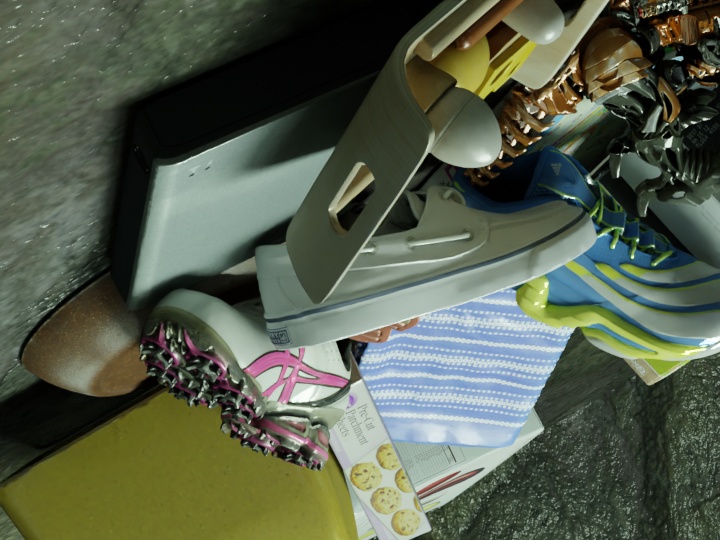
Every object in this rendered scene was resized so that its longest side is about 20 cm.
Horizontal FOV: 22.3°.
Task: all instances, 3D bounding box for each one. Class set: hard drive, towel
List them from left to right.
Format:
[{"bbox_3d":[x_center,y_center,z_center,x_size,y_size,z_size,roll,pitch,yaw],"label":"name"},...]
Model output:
[{"bbox_3d":[-0.052,-0.051,0.898,0.139,0.033,0.200,-26,168,-18],"label":"hard drive"},{"bbox_3d":[0.066,0.058,1.232,0.144,0.024,0.201,5,139,-14],"label":"towel"}]

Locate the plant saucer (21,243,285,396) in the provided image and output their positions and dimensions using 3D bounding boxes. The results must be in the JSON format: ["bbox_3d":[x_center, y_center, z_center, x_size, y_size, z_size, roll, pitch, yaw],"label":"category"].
[{"bbox_3d":[-0.102,0.023,1.077,0.200,0.037,0.200,-29,167,-7],"label":"plant saucer"}]

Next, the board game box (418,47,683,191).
[{"bbox_3d":[0.127,-0.092,1.145,0.134,0.034,0.200,-21,165,-34],"label":"board game box"}]

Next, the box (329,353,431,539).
[{"bbox_3d":[0.003,0.123,1.248,0.041,0.039,0.200,-24,140,-1],"label":"box"}]

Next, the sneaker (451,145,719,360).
[{"bbox_3d":[0.135,-0.012,1.075,0.105,0.199,0.076,85,23,-53],"label":"sneaker"}]

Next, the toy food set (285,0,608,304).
[{"bbox_3d":[0.056,-0.080,0.839,0.200,0.060,0.144,-43,172,-36],"label":"toy food set"}]

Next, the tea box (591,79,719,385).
[{"bbox_3d":[0.244,-0.059,1.197,0.200,0.134,0.197,-42,178,-27],"label":"tea box"}]

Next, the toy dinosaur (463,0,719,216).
[{"bbox_3d":[0.148,-0.110,0.988,0.199,0.136,0.103,-20,-142,26],"label":"toy dinosaur"}]

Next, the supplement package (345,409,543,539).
[{"bbox_3d":[0.001,0.135,1.497,0.199,0.148,0.191,-20,165,-34],"label":"supplement package"}]

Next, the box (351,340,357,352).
[{"bbox_3d":[0.074,0.025,1.338,0.199,0.078,0.095,-24,148,-24],"label":"box"}]

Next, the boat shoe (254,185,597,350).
[{"bbox_3d":[0.038,-0.014,0.990,0.199,0.066,0.073,-18,-173,-25],"label":"boat shoe"}]

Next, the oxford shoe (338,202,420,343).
[{"bbox_3d":[0.000,0.000,1.142,0.070,0.074,0.200,21,168,-19],"label":"oxford shoe"}]

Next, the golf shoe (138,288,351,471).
[{"bbox_3d":[-0.061,0.043,1.029,0.093,0.072,0.200,-68,155,-14],"label":"golf shoe"}]

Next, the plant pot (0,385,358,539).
[{"bbox_3d":[-0.095,0.170,1.207,0.193,0.201,0.196,-30,-178,1],"label":"plant pot"}]
